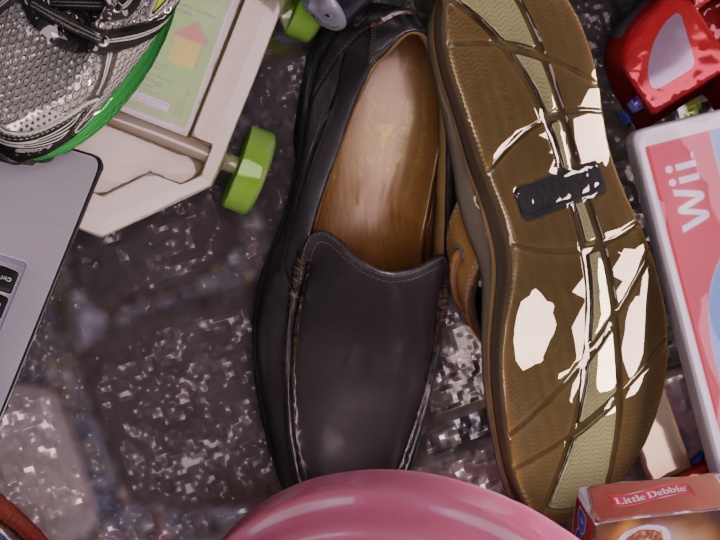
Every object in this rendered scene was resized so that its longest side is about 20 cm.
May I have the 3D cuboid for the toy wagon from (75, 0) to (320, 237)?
[{"bbox_3d":[-0.087,-0.117,1.043,0.154,0.040,0.201,21,88,-9],"label":"toy wagon"}]

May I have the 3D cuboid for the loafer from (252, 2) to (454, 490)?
[{"bbox_3d":[0.000,0.000,1.042,0.072,0.072,0.202,2,92,-9],"label":"loafer"}]

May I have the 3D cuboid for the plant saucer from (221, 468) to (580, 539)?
[{"bbox_3d":[0.021,0.168,1.005,0.199,0.051,0.202,10,120,18],"label":"plant saucer"}]

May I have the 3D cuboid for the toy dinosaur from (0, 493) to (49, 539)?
[{"bbox_3d":[-0.179,0.053,1.000,0.180,0.105,0.201,17,89,-8],"label":"toy dinosaur"}]

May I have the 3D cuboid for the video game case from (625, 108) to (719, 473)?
[{"bbox_3d":[0.209,-0.005,1.032,0.199,0.017,0.144,-14,88,-7],"label":"video game case"}]

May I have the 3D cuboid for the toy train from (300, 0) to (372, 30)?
[{"bbox_3d":[0.037,-0.163,1.039,0.200,0.042,0.057,-44,115,-18],"label":"toy train"}]

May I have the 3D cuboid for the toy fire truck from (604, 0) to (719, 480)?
[{"bbox_3d":[0.135,-0.002,1.062,0.141,0.049,0.201,-33,86,-6],"label":"toy fire truck"}]

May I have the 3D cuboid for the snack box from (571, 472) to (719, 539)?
[{"bbox_3d":[0.171,0.103,1.016,0.198,0.024,0.072,-5,122,-14],"label":"snack box"}]

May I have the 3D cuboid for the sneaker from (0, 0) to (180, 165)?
[{"bbox_3d":[-0.084,-0.129,0.980,0.078,0.085,0.201,30,87,-7],"label":"sneaker"}]

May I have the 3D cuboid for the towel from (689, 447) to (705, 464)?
[{"bbox_3d":[0.225,0.071,1.103,0.145,0.024,0.200,41,85,-8],"label":"towel"}]

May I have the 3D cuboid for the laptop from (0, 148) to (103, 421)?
[{"bbox_3d":[-0.199,-0.016,0.918,0.186,0.116,0.201,17,56,3],"label":"laptop"}]

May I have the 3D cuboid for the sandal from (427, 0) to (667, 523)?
[{"bbox_3d":[0.059,-0.010,1.019,0.080,0.054,0.201,-14,93,-32],"label":"sandal"}]
